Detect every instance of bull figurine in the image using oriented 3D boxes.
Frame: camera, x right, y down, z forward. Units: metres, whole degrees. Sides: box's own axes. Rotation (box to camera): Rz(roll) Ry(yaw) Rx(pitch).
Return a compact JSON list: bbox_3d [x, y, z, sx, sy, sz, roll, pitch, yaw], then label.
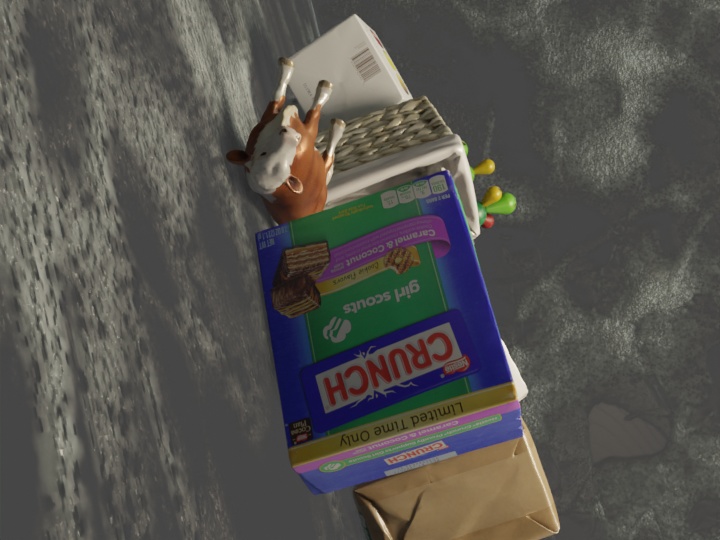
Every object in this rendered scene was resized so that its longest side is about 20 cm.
[{"bbox_3d":[-0.060,-0.100,0.779,0.200,0.064,0.123,86,22,-73],"label":"bull figurine"}]

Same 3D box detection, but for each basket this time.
[{"bbox_3d":[0.014,-0.086,0.983,0.124,0.197,0.137,-111,-179,-46],"label":"basket"}]

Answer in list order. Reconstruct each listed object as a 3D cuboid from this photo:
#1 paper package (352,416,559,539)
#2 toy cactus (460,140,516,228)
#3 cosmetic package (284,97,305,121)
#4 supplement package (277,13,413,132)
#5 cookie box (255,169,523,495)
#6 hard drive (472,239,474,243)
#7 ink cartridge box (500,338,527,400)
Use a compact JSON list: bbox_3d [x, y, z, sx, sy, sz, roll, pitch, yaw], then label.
[{"bbox_3d":[0.093,0.219,0.936,0.200,0.188,0.105,-52,122,-86],"label":"paper package"},{"bbox_3d":[0.091,-0.084,1.113,0.102,0.198,0.168,-9,-118,63],"label":"toy cactus"},{"bbox_3d":[-0.056,-0.127,1.169,0.201,0.051,0.153,-97,174,-63],"label":"cosmetic package"},{"bbox_3d":[-0.011,-0.227,1.112,0.115,0.109,0.200,59,11,-5],"label":"supplement package"},{"bbox_3d":[0.018,0.045,0.691,0.075,0.169,0.202,62,12,-58],"label":"cookie box"},{"bbox_3d":[0.061,-0.102,1.222,0.042,0.134,0.202,-20,85,-51],"label":"hard drive"},{"bbox_3d":[0.113,0.102,1.174,0.146,0.084,0.200,60,-12,-15],"label":"ink cartridge box"}]
